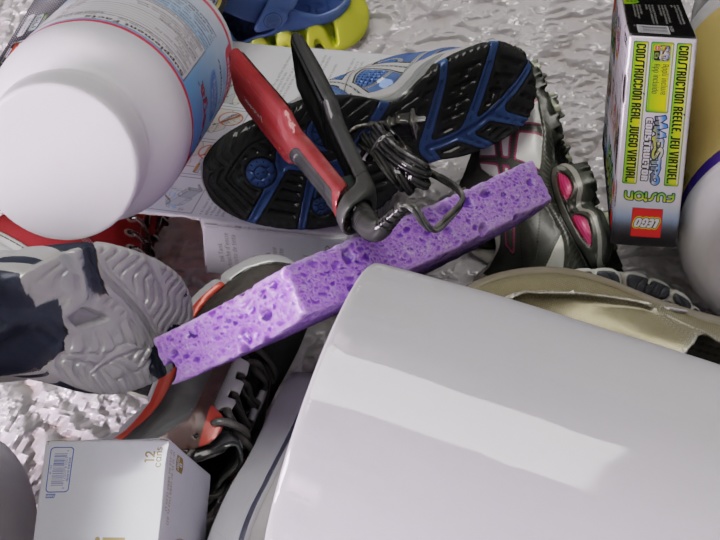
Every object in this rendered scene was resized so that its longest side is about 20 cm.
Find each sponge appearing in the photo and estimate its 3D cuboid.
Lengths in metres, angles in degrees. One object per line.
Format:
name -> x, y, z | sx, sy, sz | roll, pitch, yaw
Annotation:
sponge -> 0.000, 0.000, 0.815 | 0.200, 0.030, 0.112 | -23, -4, -44

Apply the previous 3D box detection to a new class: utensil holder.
utensil holder -> 0.075, 0.101, 0.692 | 0.200, 0.170, 0.170 | 17, 52, 8

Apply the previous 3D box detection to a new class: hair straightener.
hair straightener -> -0.001, -0.071, 0.793 | 0.077, 0.041, 0.200 | -18, 33, -15

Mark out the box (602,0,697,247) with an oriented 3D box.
box -> 0.157, -0.095, 0.878 | 0.035, 0.110, 0.200 | 4, 20, 6

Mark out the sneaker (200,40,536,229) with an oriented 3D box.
sneaker -> 0.002, -0.077, 0.913 | 0.200, 0.076, 0.077 | -19, 16, -15

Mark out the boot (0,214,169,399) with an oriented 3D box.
boot -> -0.132, -0.009, 0.958 | 0.200, 0.072, 0.144 | 29, 55, 36

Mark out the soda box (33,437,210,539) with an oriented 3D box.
soda box -> -0.115, 0.181, 0.723 | 0.064, 0.068, 0.200 | -1, 68, 13

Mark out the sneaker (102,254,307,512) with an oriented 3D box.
sneaker -> -0.073, 0.080, 0.839 | 0.082, 0.077, 0.200 | 10, 59, 49

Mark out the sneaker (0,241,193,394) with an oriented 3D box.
sneaker -> -0.193, 0.021, 0.799 | 0.130, 0.080, 0.199 | 12, 18, 43

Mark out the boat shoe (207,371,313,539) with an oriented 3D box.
boat shoe -> -0.027, 0.131, 0.796 | 0.066, 0.072, 0.200 | 4, 37, 18

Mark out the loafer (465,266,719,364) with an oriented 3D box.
loafer -> 0.136, 0.046, 0.783 | 0.200, 0.076, 0.068 | 8, 11, -8

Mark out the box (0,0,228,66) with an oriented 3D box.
box -> -0.146, -0.200, 1.062 | 0.160, 0.044, 0.200 | -5, 51, 41

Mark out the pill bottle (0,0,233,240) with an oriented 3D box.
pill bottle -> -0.138, -0.092, 0.862 | 0.109, 0.109, 0.200 | -5, 23, 9

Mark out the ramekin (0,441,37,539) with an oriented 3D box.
ramekin -> -0.230, 0.157, 0.736 | 0.098, 0.201, 0.201 | 10, 50, 12

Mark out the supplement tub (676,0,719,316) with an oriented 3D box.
supplement tub -> 0.246, -0.078, 0.870 | 0.145, 0.146, 0.200 | -2, 46, 12

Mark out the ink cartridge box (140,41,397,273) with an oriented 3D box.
ink cartridge box -> -0.063, -0.073, 0.987 | 0.173, 0.044, 0.200 | 7, 40, 14

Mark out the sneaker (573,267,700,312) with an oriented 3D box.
sneaker -> 0.087, 0.032, 0.853 | 0.200, 0.078, 0.080 | 2, 8, -2

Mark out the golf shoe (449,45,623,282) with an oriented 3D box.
golf shoe -> 0.088, -0.061, 0.946 | 0.088, 0.077, 0.200 | -20, 45, 4

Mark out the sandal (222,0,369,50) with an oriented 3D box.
sandal -> -0.098, -0.182, 1.101 | 0.200, 0.087, 0.080 | -19, 47, -2
